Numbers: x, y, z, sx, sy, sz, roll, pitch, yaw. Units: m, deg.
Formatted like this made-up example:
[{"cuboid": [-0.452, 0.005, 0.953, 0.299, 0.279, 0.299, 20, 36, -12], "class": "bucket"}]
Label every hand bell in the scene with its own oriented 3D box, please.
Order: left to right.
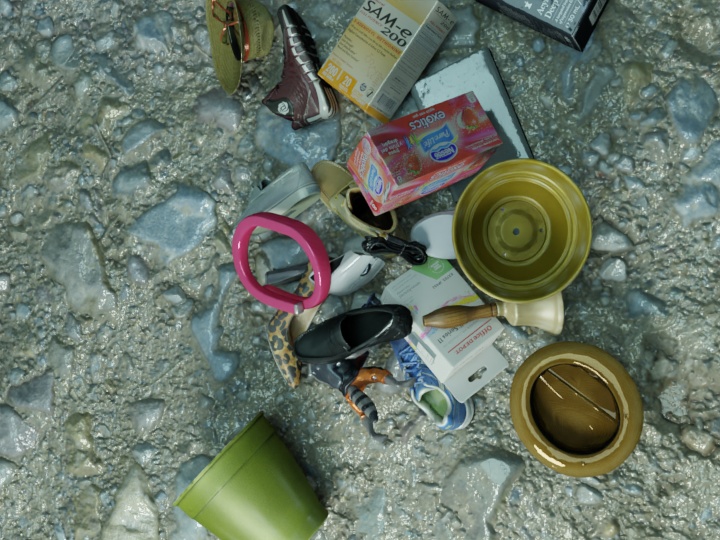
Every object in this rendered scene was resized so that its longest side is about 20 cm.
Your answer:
[{"cuboid": [0.187, 0.057, 1.566, 0.196, 0.104, 0.106, -8, 85, -8], "class": "hand bell"}]

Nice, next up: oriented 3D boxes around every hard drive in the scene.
[{"cuboid": [0.174, -0.223, 1.658, 0.138, 0.033, 0.203, -24, 81, 17], "class": "hard drive"}]

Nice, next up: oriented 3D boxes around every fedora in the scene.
[{"cuboid": [0.317, 0.199, 1.569, 0.197, 0.082, 0.205, 0, 92, 15], "class": "fedora"}]

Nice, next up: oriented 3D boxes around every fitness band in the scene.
[{"cuboid": [-0.126, -0.013, 1.660, 0.198, 0.037, 0.146, 17, 118, 40], "class": "fitness band"}]

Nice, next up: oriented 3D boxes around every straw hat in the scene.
[{"cuboid": [-0.188, -0.396, 1.757, 0.084, 0.201, 0.205, -10, 83, -23], "class": "straw hat"}]

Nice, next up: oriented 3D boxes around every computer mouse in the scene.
[{"cuboid": [0.000, 0.000, 1.620, 0.199, 0.109, 0.045, -29, 58, 42], "class": "computer mouse"}]

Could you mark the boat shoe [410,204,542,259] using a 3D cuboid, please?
[{"cuboid": [0.174, -0.074, 1.630, 0.198, 0.086, 0.076, -13, 108, 5], "class": "boat shoe"}]

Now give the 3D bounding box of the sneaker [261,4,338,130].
[{"cuboid": [-0.123, -0.323, 1.744, 0.114, 0.075, 0.203, -25, 81, 19], "class": "sneaker"}]

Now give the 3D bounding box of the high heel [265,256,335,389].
[{"cuboid": [-0.077, 0.080, 1.713, 0.140, 0.071, 0.204, -13, 78, 21], "class": "high heel"}]

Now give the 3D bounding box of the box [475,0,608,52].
[{"cuboid": [0.273, -0.444, 1.594, 0.198, 0.107, 0.150, 30, 98, 18], "class": "box"}]

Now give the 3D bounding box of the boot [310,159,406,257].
[{"cuboid": [-0.011, -0.112, 1.649, 0.073, 0.156, 0.200, -42, 77, -2], "class": "boot"}]

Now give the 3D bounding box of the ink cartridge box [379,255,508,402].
[{"cuboid": [0.134, 0.084, 1.615, 0.116, 0.068, 0.201, -34, 75, -25], "class": "ink cartridge box"}]

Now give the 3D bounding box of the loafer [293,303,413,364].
[{"cuboid": [-0.019, 0.090, 1.576, 0.198, 0.070, 0.069, -18, 70, 25], "class": "loafer"}]

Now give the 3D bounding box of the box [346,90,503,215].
[{"cuboid": [0.093, -0.171, 1.560, 0.198, 0.103, 0.096, -24, 78, -28], "class": "box"}]

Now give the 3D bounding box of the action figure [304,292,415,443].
[{"cuboid": [-0.011, 0.141, 1.633, 0.192, 0.104, 0.202, 35, 127, 25], "class": "action figure"}]

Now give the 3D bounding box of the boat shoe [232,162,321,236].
[{"cuboid": [-0.141, -0.113, 1.722, 0.200, 0.069, 0.073, -28, 77, 41], "class": "boat shoe"}]

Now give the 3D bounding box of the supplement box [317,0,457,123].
[{"cuboid": [0.041, -0.351, 1.672, 0.126, 0.073, 0.201, 40, 101, 32], "class": "supplement box"}]

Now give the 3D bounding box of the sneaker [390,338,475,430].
[{"cuboid": [0.102, 0.156, 1.642, 0.076, 0.077, 0.201, -43, 73, 25], "class": "sneaker"}]

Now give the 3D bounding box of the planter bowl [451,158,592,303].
[{"cuboid": [0.228, -0.056, 1.537, 0.197, 0.083, 0.204, 0, 91, 3], "class": "planter bowl"}]

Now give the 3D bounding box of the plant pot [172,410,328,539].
[{"cuboid": [-0.159, 0.363, 1.683, 0.193, 0.200, 0.201, 45, 102, 3], "class": "plant pot"}]
